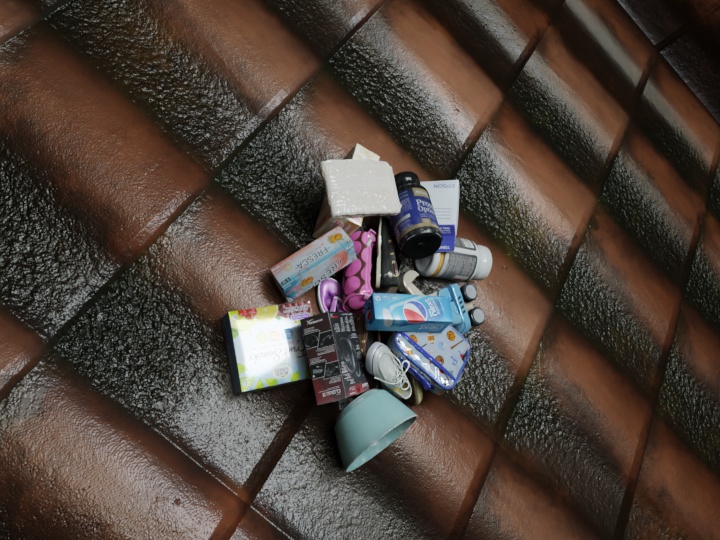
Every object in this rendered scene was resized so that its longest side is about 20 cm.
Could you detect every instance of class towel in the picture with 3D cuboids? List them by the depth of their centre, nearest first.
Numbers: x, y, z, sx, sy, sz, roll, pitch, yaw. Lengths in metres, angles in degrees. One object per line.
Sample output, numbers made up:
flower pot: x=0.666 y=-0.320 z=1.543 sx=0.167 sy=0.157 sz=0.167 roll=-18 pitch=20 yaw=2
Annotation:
towel: x=0.003 y=-0.190 z=1.346 sx=0.195 sy=0.034 sz=0.137 roll=-7 pitch=77 yaw=-32

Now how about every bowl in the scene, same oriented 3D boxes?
bowl: x=0.020 y=0.339 z=1.282 sx=0.197 sy=0.203 sz=0.106 roll=-23 pitch=65 yaw=-33

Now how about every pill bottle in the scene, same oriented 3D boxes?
pill bottle: x=0.128 y=-0.140 z=1.433 sx=0.109 sy=0.112 sz=0.205 roll=6 pitch=53 yaw=-27
pill bottle: x=0.252 y=-0.032 z=1.570 sx=0.195 sy=0.116 sz=0.120 roll=8 pitch=69 yaw=-27

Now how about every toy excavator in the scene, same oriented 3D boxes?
toy excavator: x=0.205 y=0.083 z=1.511 sx=0.196 sy=0.099 sz=0.200 roll=-13 pitch=81 yaw=-33

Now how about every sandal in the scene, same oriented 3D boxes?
sandal: x=-0.044 y=0.112 z=1.389 sx=0.081 sy=0.050 sz=0.208 roll=-13 pitch=81 yaw=-32

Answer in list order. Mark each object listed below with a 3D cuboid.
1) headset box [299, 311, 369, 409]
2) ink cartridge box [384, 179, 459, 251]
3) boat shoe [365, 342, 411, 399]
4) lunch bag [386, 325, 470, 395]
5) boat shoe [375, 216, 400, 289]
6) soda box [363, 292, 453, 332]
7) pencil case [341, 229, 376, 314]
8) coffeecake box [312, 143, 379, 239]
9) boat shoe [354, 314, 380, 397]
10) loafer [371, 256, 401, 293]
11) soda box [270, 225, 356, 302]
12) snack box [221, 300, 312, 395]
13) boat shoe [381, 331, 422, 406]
headset box: x=-0.052 y=0.198 z=1.276 sx=0.148 sy=0.075 sz=0.206 roll=10 pitch=66 yaw=-69
ink cartridge box: x=0.158 y=-0.144 z=1.518 sx=0.193 sy=0.041 sz=0.205 roll=-1 pitch=59 yaw=17
boat shoe: x=0.077 y=0.239 z=1.320 sx=0.075 sy=0.084 sz=0.204 roll=-53 pitch=142 yaw=-25
lunch bag: x=0.167 y=0.192 z=1.391 sx=0.199 sy=0.076 sz=0.161 roll=40 pitch=55 yaw=0
boat shoe: x=0.068 y=-0.046 z=1.438 sx=0.061 sy=0.075 sz=0.206 roll=0 pitch=55 yaw=0
soda box: x=0.109 y=0.098 z=1.332 sx=0.194 sy=0.068 sz=0.066 roll=3 pitch=62 yaw=-20
pencil case: x=0.000 y=0.000 z=1.402 sx=0.090 sy=0.092 sz=0.205 roll=32 pitch=45 yaw=-38
coffeecake box: x=-0.037 y=-0.181 z=1.432 sx=0.072 sy=0.153 sz=0.205 roll=24 pitch=63 yaw=-19
boat shoe: x=0.017 y=0.206 z=1.360 sx=0.069 sy=0.069 sz=0.207 roll=-6 pitch=89 yaw=-50
loafer: x=0.058 y=0.043 z=1.459 sx=0.071 sy=0.071 sz=0.205 roll=22 pitch=64 yaw=-21
soda box: x=-0.106 y=-0.016 z=1.340 sx=0.197 sy=0.064 sz=0.069 roll=-33 pitch=56 yaw=-13
snack box: x=-0.192 y=0.167 z=1.275 sx=0.195 sy=0.067 sz=0.174 roll=-5 pitch=77 yaw=-30
boat shoe: x=0.120 y=0.228 z=1.437 sx=0.075 sy=0.071 sz=0.206 roll=-8 pitch=77 yaw=-43
